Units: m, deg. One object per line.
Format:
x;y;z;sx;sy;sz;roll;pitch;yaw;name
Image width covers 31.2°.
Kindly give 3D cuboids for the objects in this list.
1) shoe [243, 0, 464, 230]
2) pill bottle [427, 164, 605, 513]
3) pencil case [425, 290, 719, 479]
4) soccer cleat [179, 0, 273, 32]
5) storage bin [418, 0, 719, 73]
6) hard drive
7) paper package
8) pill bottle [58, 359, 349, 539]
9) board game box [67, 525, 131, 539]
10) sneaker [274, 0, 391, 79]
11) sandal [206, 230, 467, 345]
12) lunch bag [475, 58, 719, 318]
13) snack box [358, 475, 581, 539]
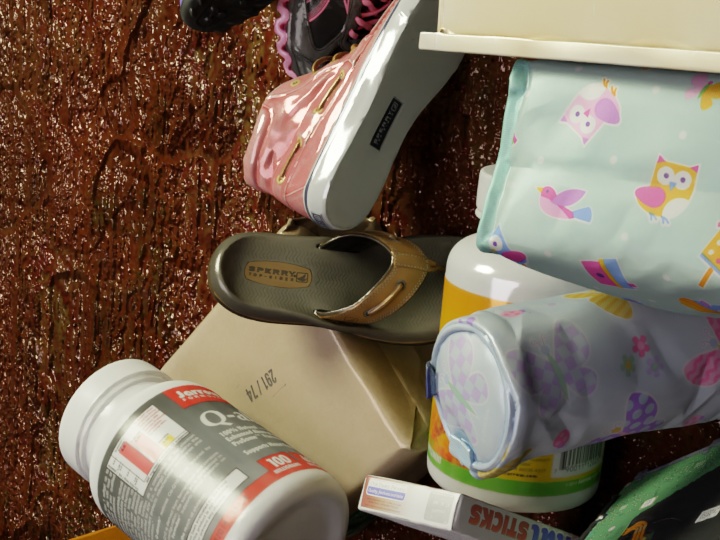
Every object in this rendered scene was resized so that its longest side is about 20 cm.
-0.003;-0.129;0.868;0.091;0.071;0.200;26;86;37;shoe
0.105;0.038;0.805;0.111;0.111;0.200;17;108;41;pill bottle
0.139;0.055;0.710;0.083;0.200;0.091;14;111;63;pencil case
-0.060;-0.249;0.864;0.200;0.068;0.073;-49;61;18;soccer cleat
0.171;-0.153;0.647;0.200;0.198;0.094;13;107;43;storage bin
0.168;0.152;0.701;0.140;0.200;0.038;-34;91;41;hard drive
-0.032;0.091;0.953;0.200;0.103;0.191;-46;65;38;paper package
-0.114;0.146;0.890;0.200;0.116;0.116;29;116;36;pill bottle
-0.212;0.327;1.100;0.200;0.200;0.200;-29;77;43;board game box
-0.002;-0.206;0.904;0.095;0.079;0.200;9;104;31;sneaker
0.000;0.000;0.852;0.055;0.200;0.082;108;168;-63;sandal
0.186;-0.036;0.658;0.170;0.200;0.122;12;91;40;lunch bag
0.090;0.162;0.785;0.072;0.200;0.024;2;72;43;snack box
